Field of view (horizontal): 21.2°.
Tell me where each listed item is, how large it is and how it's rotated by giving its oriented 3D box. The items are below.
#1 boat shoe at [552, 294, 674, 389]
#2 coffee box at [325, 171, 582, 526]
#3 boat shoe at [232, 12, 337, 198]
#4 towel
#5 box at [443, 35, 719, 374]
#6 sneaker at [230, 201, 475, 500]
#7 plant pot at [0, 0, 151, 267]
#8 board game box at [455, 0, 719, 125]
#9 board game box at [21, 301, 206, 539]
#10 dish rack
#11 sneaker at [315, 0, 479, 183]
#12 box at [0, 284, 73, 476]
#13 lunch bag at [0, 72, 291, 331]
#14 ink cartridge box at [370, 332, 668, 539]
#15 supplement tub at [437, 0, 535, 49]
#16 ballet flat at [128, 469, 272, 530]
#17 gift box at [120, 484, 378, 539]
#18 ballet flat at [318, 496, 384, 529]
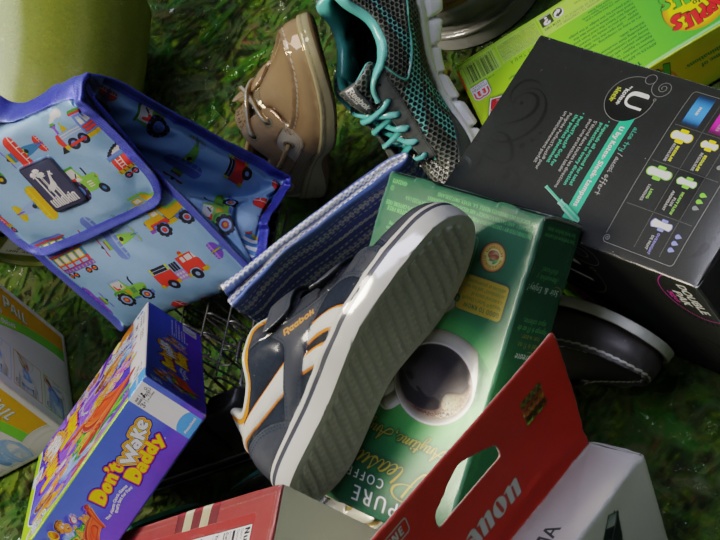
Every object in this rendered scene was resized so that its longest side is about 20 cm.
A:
[{"bbox_3d":[0.107,0.050,1.217,0.201,0.072,0.061,11,65,47],"label":"boat shoe"},{"bbox_3d":[0.044,0.052,1.125,0.123,0.044,0.200,18,94,40],"label":"coffee box"},{"bbox_3d":[-0.055,-0.105,1.344,0.064,0.200,0.071,-8,61,-8],"label":"boat shoe"},{"bbox_3d":[0.000,0.000,1.241,0.145,0.200,0.024,-38,69,4],"label":"towel"},{"bbox_3d":[0.181,-0.034,1.169,0.200,0.149,0.124,23,76,41],"label":"box"},{"bbox_3d":[-0.014,0.033,1.096,0.079,0.078,0.200,43,111,31],"label":"sneaker"},{"bbox_3d":[-0.253,-0.111,1.515,0.187,0.187,0.200,-15,68,25],"label":"plant pot"},{"bbox_3d":[0.173,-0.148,1.323,0.200,0.048,0.102,-32,48,12],"label":"board game box"},{"bbox_3d":[-0.154,0.106,1.211,0.135,0.045,0.200,-55,11,6],"label":"board game box"},{"bbox_3d":[-0.105,0.048,1.355,0.153,0.055,0.200,-21,45,37],"label":"dish rack"},{"bbox_3d":[0.020,-0.115,1.311,0.078,0.091,0.200,-16,93,46],"label":"sneaker"},{"bbox_3d":[-0.310,0.062,1.397,0.112,0.200,0.101,-28,48,15],"label":"box"},{"bbox_3d":[-0.174,-0.062,1.309,0.150,0.200,0.094,-20,44,41],"label":"lunch bag"},{"bbox_3d":[0.088,0.162,1.040,0.044,0.174,0.200,14,47,39],"label":"ink cartridge box"},{"bbox_3d":[0.040,-0.266,1.388,0.145,0.200,0.145,-17,51,23],"label":"supplement tub"},{"bbox_3d":[-0.085,0.174,1.265,0.200,0.068,0.068,-28,62,15],"label":"ballet flat"},{"bbox_3d":[-0.046,0.237,1.117,0.200,0.187,0.185,-18,51,48],"label":"gift box"},{"bbox_3d":[0.028,0.138,1.191,0.200,0.072,0.072,-27,48,7],"label":"ballet flat"}]
